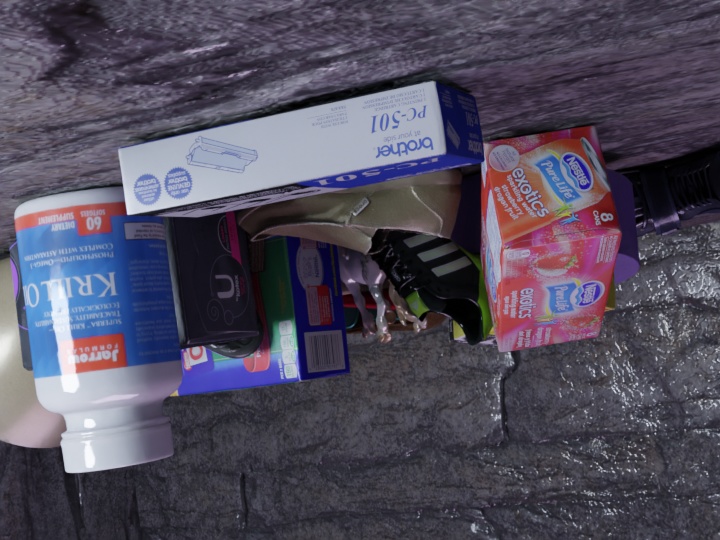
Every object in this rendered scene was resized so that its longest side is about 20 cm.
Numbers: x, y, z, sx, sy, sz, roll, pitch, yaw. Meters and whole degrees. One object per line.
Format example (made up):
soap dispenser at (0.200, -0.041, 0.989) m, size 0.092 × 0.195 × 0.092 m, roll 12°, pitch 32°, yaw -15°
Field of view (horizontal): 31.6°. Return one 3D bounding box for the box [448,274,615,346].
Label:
box at (0.165, 0.032, 1.257) m, size 0.075 × 0.051 × 0.200 m, roll 7°, pitch 163°, yaw -25°

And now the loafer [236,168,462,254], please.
loafer at (-0.009, -0.045, 1.078) m, size 0.198 × 0.068 × 0.076 m, roll -9°, pitch 177°, yaw 13°

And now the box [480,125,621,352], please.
box at (0.152, -0.021, 1.055) m, size 0.095 × 0.101 × 0.200 m, roll -8°, pitch 153°, yaw 1°

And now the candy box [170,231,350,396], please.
candy box at (-0.111, 0.031, 1.268) m, size 0.077 × 0.171 × 0.199 m, roll -1°, pitch 173°, yaw -45°

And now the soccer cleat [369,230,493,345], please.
soccer cleat at (0.050, -0.007, 1.151) m, size 0.199 × 0.082 × 0.067 m, roll 33°, pitch 147°, yaw -18°

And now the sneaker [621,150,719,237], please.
sneaker at (0.339, -0.080, 1.351) m, size 0.145 × 0.078 × 0.202 m, roll -12°, pitch 178°, yaw 9°

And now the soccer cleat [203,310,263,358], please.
soccer cleat at (-0.168, 0.034, 1.236) m, size 0.199 × 0.068 × 0.073 m, roll 29°, pitch 155°, yaw 26°

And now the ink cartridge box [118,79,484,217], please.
ink cartridge box at (-0.034, -0.069, 0.761) m, size 0.198 × 0.045 × 0.094 m, roll -10°, pitch 179°, yaw 20°

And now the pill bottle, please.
pill bottle at (-0.193, 0.045, 0.957) m, size 0.111 × 0.202 × 0.112 m, roll -9°, pitch 177°, yaw 0°

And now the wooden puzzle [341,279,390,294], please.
wooden puzzle at (-0.056, -0.002, 1.436) m, size 0.184 × 0.038 × 0.200 m, roll -7°, pitch -172°, yaw -28°

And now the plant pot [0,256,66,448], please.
plant pot at (-0.318, 0.058, 1.287) m, size 0.199 × 0.201 × 0.135 m, roll -5°, pitch 144°, yaw -50°

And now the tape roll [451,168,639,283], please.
tape roll at (0.175, -0.035, 1.270) m, size 0.198 × 0.086 × 0.200 m, roll -2°, pitch 167°, yaw 0°

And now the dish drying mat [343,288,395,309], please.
dish drying mat at (-0.011, 0.028, 1.401) m, size 0.199 × 0.018 × 0.077 m, roll 4°, pitch -171°, yaw 38°

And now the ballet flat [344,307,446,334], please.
ballet flat at (0.019, 0.045, 1.475) m, size 0.199 × 0.068 × 0.072 m, roll -4°, pitch 159°, yaw 39°

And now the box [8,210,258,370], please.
box at (-0.204, 0.016, 1.144) m, size 0.199 × 0.124 × 0.106 m, roll -10°, pitch 176°, yaw 32°

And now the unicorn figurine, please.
unicorn figurine at (0.000, 0.000, 1.273) m, size 0.074 × 0.138 × 0.199 m, roll -28°, pitch -168°, yaw -36°
